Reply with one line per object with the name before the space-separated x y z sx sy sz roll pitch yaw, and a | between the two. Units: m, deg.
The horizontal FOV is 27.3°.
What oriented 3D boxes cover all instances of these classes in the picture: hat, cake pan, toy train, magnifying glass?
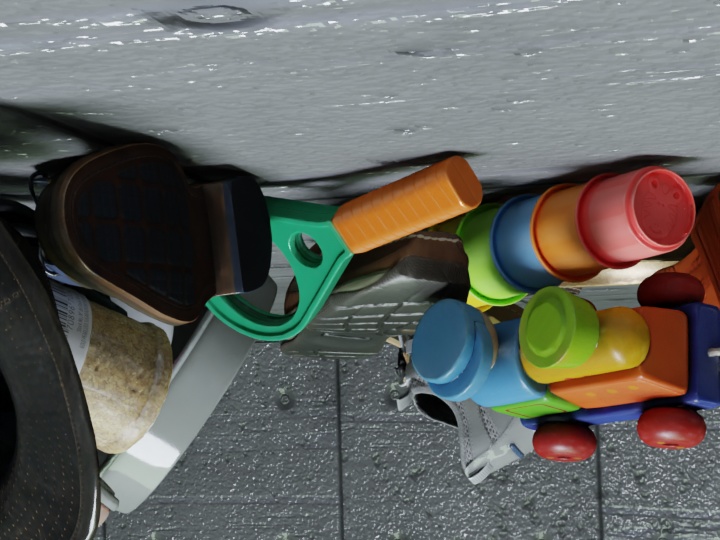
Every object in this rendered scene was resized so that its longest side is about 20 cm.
hat | -0.165 0.032 0.580 0.198 0.203 0.081 -4 -164 26
cake pan | -0.115 0.070 0.939 0.037 0.202 0.200 34 167 -10
toy train | 0.126 0.035 0.707 0.115 0.086 0.199 16 159 -38
magnifying glass | -0.018 -0.015 0.725 0.199 0.080 0.022 -20 -162 47

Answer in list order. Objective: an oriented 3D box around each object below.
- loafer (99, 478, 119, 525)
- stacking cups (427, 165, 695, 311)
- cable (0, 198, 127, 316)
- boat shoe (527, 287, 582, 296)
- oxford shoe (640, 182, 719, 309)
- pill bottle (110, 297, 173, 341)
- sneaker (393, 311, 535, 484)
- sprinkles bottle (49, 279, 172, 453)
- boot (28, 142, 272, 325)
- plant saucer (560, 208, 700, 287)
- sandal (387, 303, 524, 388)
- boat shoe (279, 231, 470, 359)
loafer | -0.225 0.099 0.854 0.199 0.063 0.072 33 165 24
stacking cups | 0.098 -0.012 0.768 0.060 0.061 0.200 0 175 -23
cable | -0.216 0.062 0.756 0.163 0.200 0.051 44 -177 -25
boat shoe | 0.073 0.023 1.118 0.197 0.073 0.072 -2 175 1
oxford shoe | 0.208 0.018 0.813 0.072 0.072 0.201 -7 154 -14
pill bottle | -0.178 0.034 0.907 0.112 0.115 0.200 -1 175 -12
sneaker | 0.044 0.046 0.901 0.075 0.082 0.200 51 178 -41
sprinkles bottle | -0.182 0.023 0.676 0.199 0.069 0.068 27 159 -34
boot | -0.113 -0.010 0.639 0.096 0.076 0.200 -6 176 16
plant saucer | 0.162 -0.014 0.935 0.197 0.036 0.200 -2 176 0
sandal | 0.054 0.053 0.993 0.210 0.078 0.070 28 150 24
boat shoe | 0.000 0.000 0.825 0.075 0.075 0.200 7 166 -21
